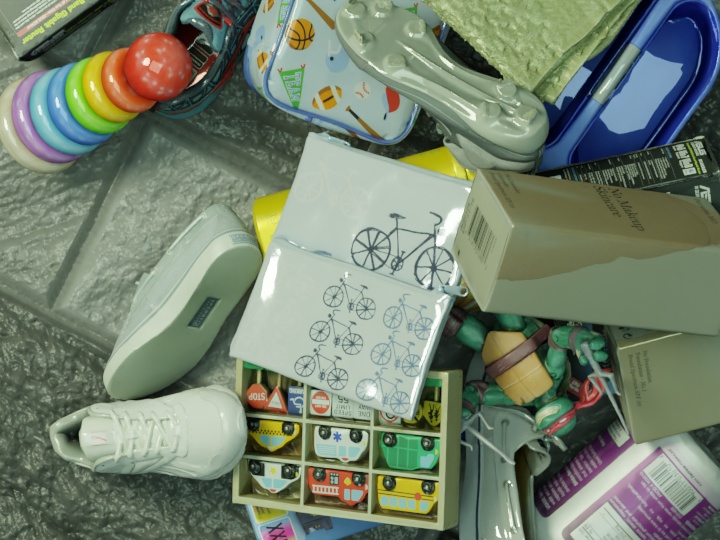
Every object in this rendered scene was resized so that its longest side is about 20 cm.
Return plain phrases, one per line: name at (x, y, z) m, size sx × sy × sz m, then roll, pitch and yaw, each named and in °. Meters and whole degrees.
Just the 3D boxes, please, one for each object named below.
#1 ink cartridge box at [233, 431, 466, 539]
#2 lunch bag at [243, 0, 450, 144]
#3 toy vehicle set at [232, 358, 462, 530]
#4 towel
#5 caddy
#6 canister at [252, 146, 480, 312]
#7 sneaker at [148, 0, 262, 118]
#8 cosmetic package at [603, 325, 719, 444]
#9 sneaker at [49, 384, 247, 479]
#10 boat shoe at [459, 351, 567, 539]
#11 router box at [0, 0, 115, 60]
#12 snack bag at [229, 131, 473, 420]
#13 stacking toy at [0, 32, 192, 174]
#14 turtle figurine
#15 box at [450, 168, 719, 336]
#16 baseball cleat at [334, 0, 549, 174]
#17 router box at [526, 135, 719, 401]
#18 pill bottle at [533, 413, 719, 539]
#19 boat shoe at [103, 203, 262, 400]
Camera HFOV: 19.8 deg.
ink cartridge box at (-0.006, 0.150, 1.752) m, size 0.199 × 0.076 × 0.137 m, roll -19°, pitch 94°, yaw 3°
lunch bag at (0.000, -0.205, 1.705) m, size 0.159 × 0.076 × 0.201 m, roll 17°, pitch 98°, yaw -24°
toy vehicle set at (-0.012, 0.134, 1.656) m, size 0.199 × 0.026 × 0.125 m, roll 3°, pitch 95°, yaw 30°
towel at (0.120, -0.242, 1.645) m, size 0.200 × 0.036 × 0.148 m, roll 42°, pitch 83°, yaw 5°
caddy at (0.208, -0.161, 1.694) m, size 0.141 × 0.105 × 0.200 m, roll 35°, pitch 96°, yaw 0°
canister at (0.022, -0.019, 1.729) m, size 0.199 × 0.087 × 0.149 m, roll -15°, pitch 95°, yaw 6°
sneaker at (-0.112, -0.210, 1.713) m, size 0.079 × 0.096 × 0.201 m, roll 31°, pitch 96°, yaw -1°
cosmetic package at (0.300, 0.057, 1.651) m, size 0.199 × 0.073 × 0.104 m, roll -15°, pitch 123°, yaw 3°
sneaker at (-0.179, 0.140, 1.703) m, size 0.199 × 0.099 × 0.078 m, roll -13°, pitch 81°, yaw 41°
boat shoe at (0.132, 0.147, 1.699) m, size 0.086 × 0.075 × 0.203 m, roll -11°, pitch 53°, yaw 26°
router box at (-0.243, -0.292, 1.720) m, size 0.199 × 0.062 × 0.150 m, roll -34°, pitch 92°, yaw 5°
snack bag at (0.000, 0.000, 1.638) m, size 0.188 × 0.021 × 0.201 m, roll 19°, pitch 86°, yaw 32°
stacking toy at (-0.211, -0.143, 1.678) m, size 0.199 × 0.085 × 0.086 m, roll -19°, pitch 95°, yaw 46°
turtle figurine at (0.119, 0.073, 1.646) m, size 0.149 × 0.101 × 0.200 m, roll -38°, pitch 87°, yaw 11°
box at (0.180, -0.013, 1.565) m, size 0.199 × 0.095 × 0.078 m, roll 5°, pitch 119°, yaw -21°
baseball cleat at (0.059, -0.136, 1.642) m, size 0.200 × 0.107 × 0.070 m, roll 37°, pitch 64°, yaw 20°
router box at (0.225, 0.002, 1.687) m, size 0.149 × 0.062 × 0.201 m, roll -12°, pitch 123°, yaw 2°
pill bottle at (0.206, 0.207, 1.727) m, size 0.200 × 0.112 × 0.112 m, roll -42°, pitch 92°, yaw 6°
boat shoe at (-0.156, 0.026, 1.751) m, size 0.201 × 0.070 × 0.072 m, roll -49°, pitch 46°, yaw 26°
